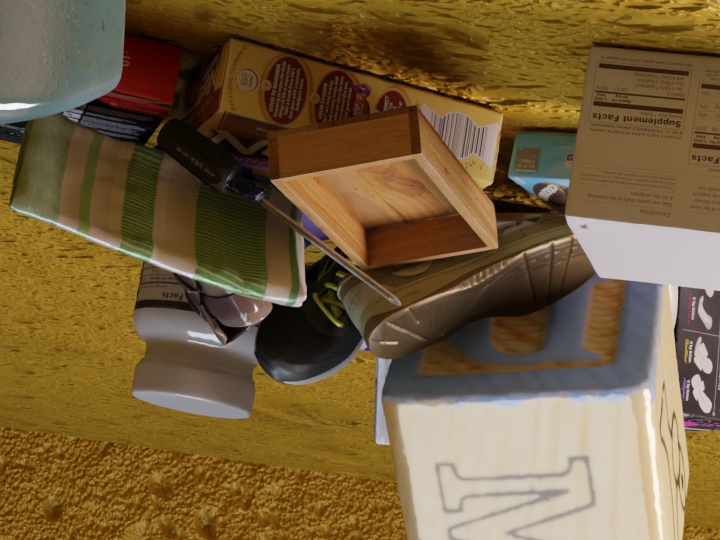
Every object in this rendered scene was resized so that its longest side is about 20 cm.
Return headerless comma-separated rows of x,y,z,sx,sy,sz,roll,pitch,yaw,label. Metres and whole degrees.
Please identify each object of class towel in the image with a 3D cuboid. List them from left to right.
-0.128,-0.043,1.556,0.199,0.024,0.153,21,-156,-14,towel

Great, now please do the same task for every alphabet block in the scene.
0.135,0.121,1.759,0.195,0.201,0.196,-2,-151,14,alphabet block

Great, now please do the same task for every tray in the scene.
0.018,-0.051,1.554,0.098,0.037,0.200,-10,162,15,tray

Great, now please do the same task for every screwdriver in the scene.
-0.051,-0.040,1.567,0.199,0.029,0.028,32,176,11,screwdriver

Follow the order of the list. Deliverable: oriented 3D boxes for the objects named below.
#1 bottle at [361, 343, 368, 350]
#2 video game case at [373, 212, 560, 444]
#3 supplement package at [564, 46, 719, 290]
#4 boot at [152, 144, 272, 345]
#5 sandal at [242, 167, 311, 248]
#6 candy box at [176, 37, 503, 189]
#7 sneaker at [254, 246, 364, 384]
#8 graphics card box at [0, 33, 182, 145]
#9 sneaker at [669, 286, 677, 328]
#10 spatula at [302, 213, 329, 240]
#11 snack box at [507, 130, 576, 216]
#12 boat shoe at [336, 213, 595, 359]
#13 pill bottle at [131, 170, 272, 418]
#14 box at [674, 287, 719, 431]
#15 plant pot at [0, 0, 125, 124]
0.013,0.044,2.244,0.198,0.066,0.084,9,167,8,bottle
0.084,0.048,1.894,0.142,0.202,0.018,0,-153,-4,video game case
0.240,-0.054,1.469,0.198,0.112,0.156,7,168,16,supplement package
-0.123,-0.016,1.712,0.070,0.147,0.200,-32,-176,-7,boot
-0.040,-0.055,1.772,0.199,0.088,0.079,15,165,-32,sandal
-0.017,-0.096,1.625,0.198,0.057,0.117,13,167,-18,candy box
0.000,0.000,1.719,0.074,0.200,0.085,43,158,10,sneaker
-0.202,-0.125,1.662,0.124,0.051,0.200,12,167,-11,graphics card box
0.185,0.056,1.858,0.084,0.201,0.073,-7,-144,-34,sneaker
-0.024,-0.055,1.633,0.056,0.021,0.200,11,165,-10,spatula
0.197,-0.051,1.698,0.115,0.037,0.200,4,167,29,snack box
0.083,-0.002,1.679,0.199,0.063,0.074,-23,142,-15,boat shoe
-0.112,0.006,1.837,0.115,0.202,0.116,10,169,2,pill bottle
0.237,0.067,1.982,0.114,0.133,0.199,10,170,-33,box
-0.228,-0.158,1.214,0.199,0.198,0.196,6,173,-40,plant pot
